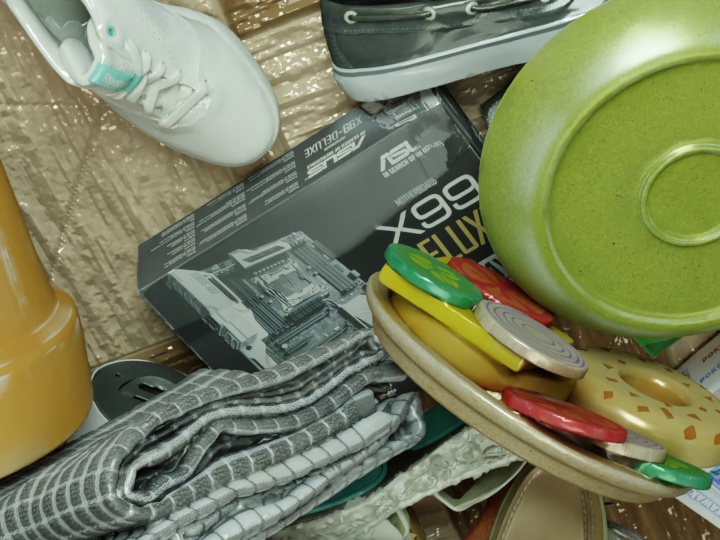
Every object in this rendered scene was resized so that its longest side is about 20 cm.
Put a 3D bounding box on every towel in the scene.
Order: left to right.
[{"bbox_3d":[-0.084,0.099,0.826,0.166,0.200,0.086,-27,89,46],"label":"towel"}]

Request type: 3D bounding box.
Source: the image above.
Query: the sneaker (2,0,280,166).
[{"bbox_3d":[-0.118,-0.106,0.820,0.075,0.089,0.200,-41,120,17],"label":"sneaker"}]

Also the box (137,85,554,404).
[{"bbox_3d":[0.000,0.000,0.931,0.200,0.050,0.158,-30,123,14],"label":"box"}]

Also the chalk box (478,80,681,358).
[{"bbox_3d":[0.183,-0.078,0.859,0.200,0.125,0.124,-36,121,18],"label":"chalk box"}]

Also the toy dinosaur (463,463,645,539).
[{"bbox_3d":[0.098,0.156,0.992,0.200,0.105,0.182,-3,87,-26],"label":"toy dinosaur"}]

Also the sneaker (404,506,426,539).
[{"bbox_3d":[0.004,0.194,1.049,0.090,0.075,0.200,-25,123,3],"label":"sneaker"}]

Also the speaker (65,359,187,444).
[{"bbox_3d":[-0.153,0.152,0.996,0.081,0.081,0.200,16,120,-18],"label":"speaker"}]

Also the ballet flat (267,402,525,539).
[{"bbox_3d":[0.031,0.120,0.947,0.200,0.072,0.072,-27,123,9],"label":"ballet flat"}]

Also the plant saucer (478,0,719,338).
[{"bbox_3d":[0.157,-0.042,0.789,0.200,0.031,0.200,-3,124,-5],"label":"plant saucer"}]

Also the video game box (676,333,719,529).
[{"bbox_3d":[0.293,0.100,1.043,0.200,0.047,0.182,36,111,-27],"label":"video game box"}]

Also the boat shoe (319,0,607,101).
[{"bbox_3d":[0.075,-0.142,0.837,0.200,0.069,0.057,-18,124,7],"label":"boat shoe"}]

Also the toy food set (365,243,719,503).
[{"bbox_3d":[0.092,0.050,0.829,0.200,0.198,0.049,35,104,15],"label":"toy food set"}]

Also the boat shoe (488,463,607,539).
[{"bbox_3d":[0.095,0.201,0.930,0.074,0.200,0.066,10,169,12],"label":"boat shoe"}]

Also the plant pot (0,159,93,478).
[{"bbox_3d":[-0.246,-0.004,0.824,0.200,0.200,0.184,-7,109,-3],"label":"plant pot"}]
